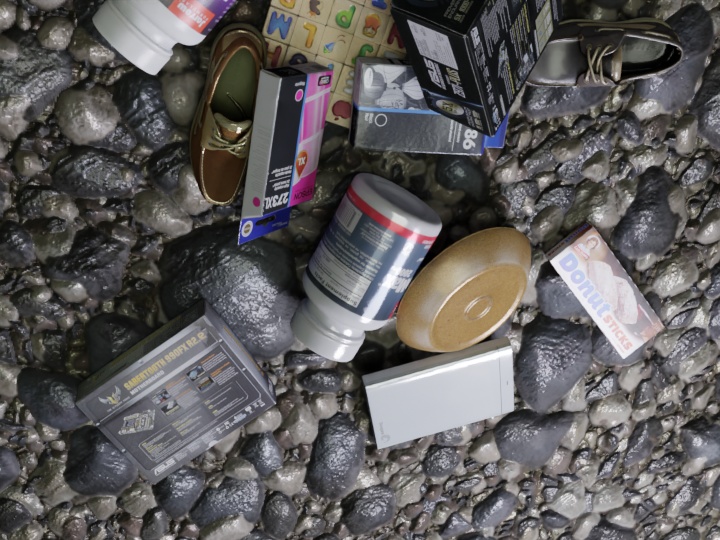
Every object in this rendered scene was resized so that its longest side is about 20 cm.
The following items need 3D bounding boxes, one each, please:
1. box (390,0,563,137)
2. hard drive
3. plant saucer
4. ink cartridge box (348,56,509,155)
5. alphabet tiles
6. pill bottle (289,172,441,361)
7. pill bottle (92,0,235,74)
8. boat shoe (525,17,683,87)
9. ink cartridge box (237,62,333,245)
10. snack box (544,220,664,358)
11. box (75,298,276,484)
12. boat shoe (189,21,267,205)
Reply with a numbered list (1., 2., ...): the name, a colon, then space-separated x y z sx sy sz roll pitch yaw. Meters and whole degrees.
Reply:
1. box: 0.123 -0.259 0.878 0.165 0.085 0.200 -59 157 -7
2. hard drive: 0.106 0.164 1.171 0.196 0.027 0.133 -14 132 -4
3. plant saucer: 0.136 0.036 1.079 0.198 0.036 0.202 -22 142 -19
4. ink cartridge box: 0.088 -0.187 1.013 0.196 0.039 0.101 -1 114 -14
5. alphabet tiles: -0.023 -0.266 0.977 0.164 0.006 0.203 15 111 -17
6. pill bottle: 0.000 0.000 1.040 0.118 0.120 0.202 23 109 -20
7. pill bottle: -0.173 -0.299 0.875 0.111 0.112 0.200 38 103 -24
8. boat shoe: 0.275 -0.248 1.006 0.196 0.074 0.076 -13 116 -5
9. ink cartridge box: -0.085 -0.126 0.980 0.037 0.094 0.203 27 119 25
10. snack box: 0.326 0.028 1.169 0.072 0.024 0.200 -38 116 9
11. box: -0.229 0.155 1.106 0.198 0.048 0.159 -34 115 5
12. boat shoe: -0.146 -0.164 0.960 0.074 0.074 0.203 5 117 -13
